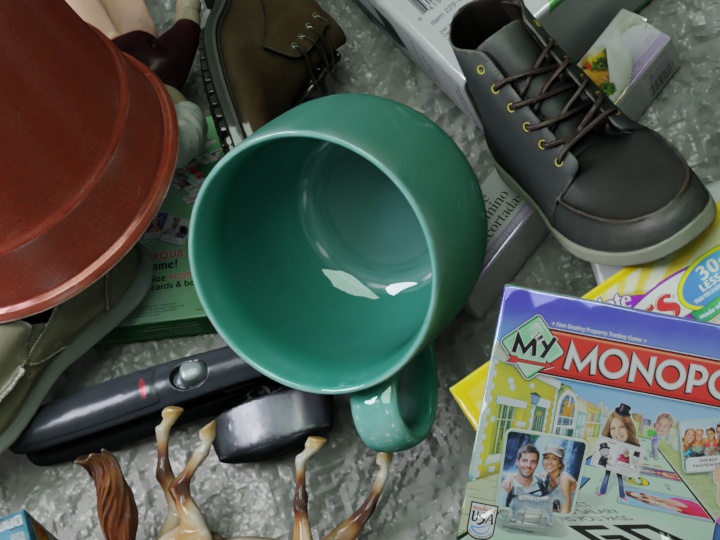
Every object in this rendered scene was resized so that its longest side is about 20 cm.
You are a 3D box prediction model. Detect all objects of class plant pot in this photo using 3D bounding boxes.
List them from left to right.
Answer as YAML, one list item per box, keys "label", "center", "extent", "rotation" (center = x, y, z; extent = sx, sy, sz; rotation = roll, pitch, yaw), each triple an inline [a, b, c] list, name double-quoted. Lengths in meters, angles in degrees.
- label: "plant pot"
  center: [-0.232, -0.104, 1.549]
  extent: [0.200, 0.195, 0.201]
  rotation: [-12, 54, 17]

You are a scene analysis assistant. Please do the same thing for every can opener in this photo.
- label: "can opener"
  center: [-0.115, 0.077, 1.612]
  extent: [0.199, 0.063, 0.079]
  rotation: [-12, 58, 12]

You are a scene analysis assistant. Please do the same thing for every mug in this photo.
- label: "mug"
  center: [-0.008, -0.008, 1.546]
  extent: [0.152, 0.114, 0.185]
  rotation: [20, 117, 16]

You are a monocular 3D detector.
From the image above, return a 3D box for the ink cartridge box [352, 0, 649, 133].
- label: "ink cartridge box"
  center: [0.062, -0.204, 1.664]
  extent: [0.146, 0.084, 0.200]
  rotation: [-41, 63, -3]

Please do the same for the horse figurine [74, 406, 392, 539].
- label: "horse figurine"
  center: [-0.066, 0.153, 1.564]
  extent: [0.199, 0.050, 0.133]
  rotation: [10, 94, 9]

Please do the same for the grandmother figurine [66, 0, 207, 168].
- label: "grandmother figurine"
  center: [-0.149, -0.130, 1.690]
  extent: [0.121, 0.061, 0.200]
  rotation: [-40, 49, 6]

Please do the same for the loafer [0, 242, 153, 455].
- label: "loafer"
  center: [-0.212, 0.041, 1.613]
  extent: [0.200, 0.070, 0.075]
  rotation: [-48, 47, -9]

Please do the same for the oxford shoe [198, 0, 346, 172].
- label: "oxford shoe"
  center: [-0.052, -0.129, 1.650]
  extent: [0.084, 0.073, 0.200]
  rotation: [-7, 46, 7]

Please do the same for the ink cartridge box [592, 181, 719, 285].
- label: "ink cartridge box"
  center: [0.220, 0.053, 1.504]
  extent: [0.146, 0.084, 0.200]
  rotation: [-21, 64, 9]

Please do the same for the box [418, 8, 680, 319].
- label: "box"
  center: [0.113, -0.064, 1.617]
  extent: [0.039, 0.041, 0.200]
  rotation: [35, 82, 27]

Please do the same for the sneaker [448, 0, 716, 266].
- label: "sneaker"
  center: [0.111, -0.077, 1.495]
  extent: [0.075, 0.106, 0.200]
  rotation: [-37, 33, -12]

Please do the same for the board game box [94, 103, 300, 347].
- label: "board game box"
  center: [-0.128, -0.024, 1.677]
  extent: [0.199, 0.029, 0.135]
  rotation: [-7, 66, 14]

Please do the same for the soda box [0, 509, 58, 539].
- label: "soda box"
  center: [-0.267, 0.208, 1.598]
  extent: [0.200, 0.068, 0.064]
  rotation: [-21, 64, 6]

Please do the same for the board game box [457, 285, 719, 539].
- label: "board game box"
  center: [0.160, 0.092, 1.406]
  extent: [0.199, 0.029, 0.135]
  rotation: [11, 91, 7]

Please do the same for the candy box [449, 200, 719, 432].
- label: "candy box"
  center: [0.154, 0.048, 1.458]
  extent: [0.200, 0.026, 0.102]
  rotation: [-35, 60, 5]
